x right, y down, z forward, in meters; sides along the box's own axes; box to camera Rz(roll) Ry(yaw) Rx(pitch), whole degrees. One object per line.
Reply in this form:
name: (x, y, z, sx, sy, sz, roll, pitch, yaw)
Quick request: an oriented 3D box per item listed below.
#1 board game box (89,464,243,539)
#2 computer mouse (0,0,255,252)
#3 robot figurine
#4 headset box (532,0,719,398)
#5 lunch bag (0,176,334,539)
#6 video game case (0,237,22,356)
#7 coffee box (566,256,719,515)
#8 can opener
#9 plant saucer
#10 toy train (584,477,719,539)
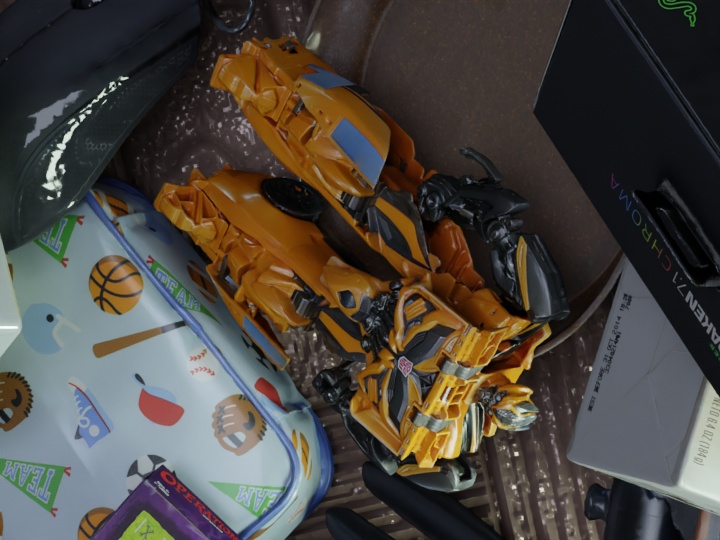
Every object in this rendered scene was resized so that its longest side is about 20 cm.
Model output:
board game box: (-0.106, 0.194, 1.102, 0.120, 0.032, 0.200, 44, 109, 6)
computer mouse: (-0.129, -0.097, 1.110, 0.138, 0.053, 0.200, 32, 81, 40)
robot figurine: (0.000, 0.000, 1.074, 0.200, 0.058, 0.146, 46, 125, 30)
headset box: (0.177, -0.041, 0.848, 0.199, 0.093, 0.175, -22, 67, -20)
lunch bag: (-0.122, 0.063, 1.143, 0.160, 0.076, 0.200, -42, 80, 14)
video game case: (-0.214, -0.001, 1.112, 0.200, 0.023, 0.183, -47, 51, 42)
coffee box: (0.191, 0.051, 0.959, 0.199, 0.080, 0.115, 20, 84, -26)
can opener: (0.065, 0.145, 1.085, 0.199, 0.079, 0.063, 27, 64, 25)
plant saucer: (0.052, -0.060, 1.082, 0.199, 0.034, 0.202, 5, 97, 42)
toy train: (0.159, 0.050, 1.060, 0.113, 0.087, 0.202, 11, 89, 20)
